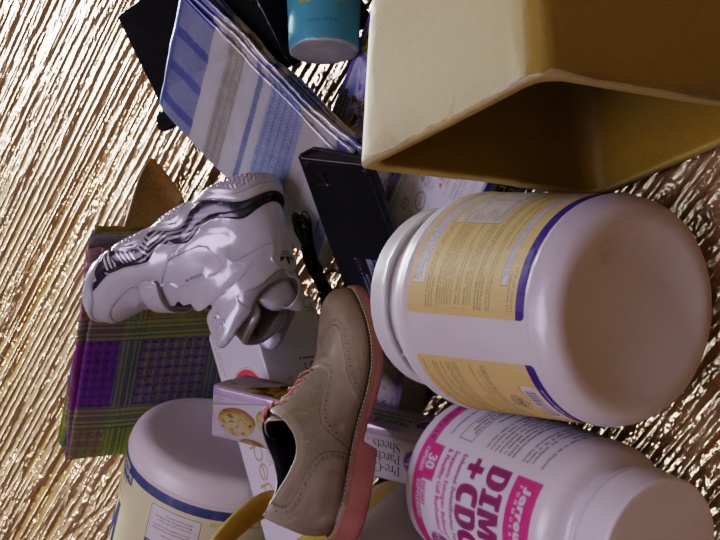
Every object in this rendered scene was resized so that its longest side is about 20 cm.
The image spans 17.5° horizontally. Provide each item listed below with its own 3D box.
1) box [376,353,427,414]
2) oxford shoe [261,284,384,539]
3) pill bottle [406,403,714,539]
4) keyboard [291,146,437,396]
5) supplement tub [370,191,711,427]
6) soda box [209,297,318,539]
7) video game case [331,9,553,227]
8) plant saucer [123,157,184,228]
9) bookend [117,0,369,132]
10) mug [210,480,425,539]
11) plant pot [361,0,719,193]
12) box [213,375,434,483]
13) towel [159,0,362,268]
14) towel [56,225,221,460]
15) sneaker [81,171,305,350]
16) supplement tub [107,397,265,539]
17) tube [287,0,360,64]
[{"bbox_3d":[0.028,0.059,1.675,0.039,0.041,0.200,36,144,21],"label":"box"},{"bbox_3d":[-0.028,0.089,1.597,0.071,0.074,0.201,116,162,-49],"label":"oxford shoe"},{"bbox_3d":[0.129,0.157,1.529,0.200,0.113,0.114,16,107,53],"label":"pill bottle"},{"bbox_3d":[0.000,0.000,1.710,0.127,0.021,0.201,10,127,47],"label":"keyboard"},{"bbox_3d":[0.112,0.022,1.512,0.200,0.145,0.146,4,97,55],"label":"supplement tub"},{"bbox_3d":[-0.051,0.127,1.790,0.068,0.063,0.201,-34,67,50],"label":"soda box"},{"bbox_3d":[0.057,-0.111,1.663,0.181,0.045,0.201,54,136,36],"label":"video game case"},{"bbox_3d":[-0.178,0.008,1.956,0.200,0.035,0.201,12,-90,-88],"label":"plant saucer"},{"bbox_3d":[-0.117,-0.236,1.812,0.200,0.092,0.199,-23,95,54],"label":"bookend"},{"bbox_3d":[0.006,0.210,1.647,0.187,0.153,0.149,47,131,1],"label":"mug"},{"bbox_3d":[0.124,-0.174,1.448,0.194,0.195,0.201,-23,65,54],"label":"plant pot"},{"bbox_3d":[-0.020,0.114,1.684,0.199,0.039,0.042,12,107,35],"label":"box"},{"bbox_3d":[-0.074,-0.108,1.751,0.200,0.024,0.147,45,145,20],"label":"towel"},{"bbox_3d":[-0.166,0.055,1.878,0.023,0.143,0.201,42,128,51],"label":"towel"},{"bbox_3d":[-0.124,0.018,1.752,0.200,0.075,0.115,-32,69,30],"label":"sneaker"},{"bbox_3d":[-0.131,0.220,1.886,0.145,0.144,0.201,42,126,45],"label":"supplement tub"},{"bbox_3d":[-0.027,-0.253,1.722,0.050,0.077,0.201,98,171,-73],"label":"tube"}]
